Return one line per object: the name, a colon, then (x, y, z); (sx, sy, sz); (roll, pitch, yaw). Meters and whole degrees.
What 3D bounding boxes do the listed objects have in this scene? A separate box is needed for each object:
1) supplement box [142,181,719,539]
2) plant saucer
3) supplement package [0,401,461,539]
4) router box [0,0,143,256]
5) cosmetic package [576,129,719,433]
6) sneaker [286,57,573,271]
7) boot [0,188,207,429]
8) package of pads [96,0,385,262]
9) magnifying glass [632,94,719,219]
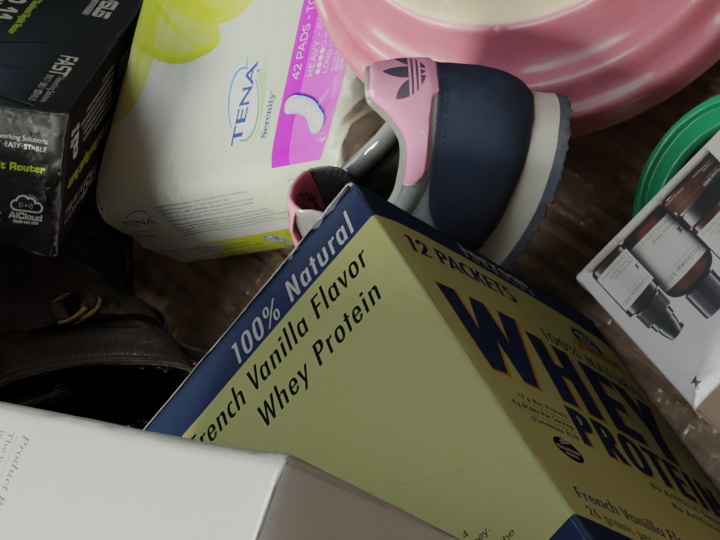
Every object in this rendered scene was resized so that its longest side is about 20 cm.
supplement box: (0.017, 0.121, 0.972); (0.200, 0.134, 0.200); (-49, 40, 14)
plant saucer: (0.066, -0.148, 1.093); (0.200, 0.051, 0.201); (-10, 64, 20)
supplement package: (-0.062, 0.115, 0.862); (0.200, 0.117, 0.117); (7, 74, 50)
router box: (-0.180, -0.073, 1.228); (0.200, 0.149, 0.062); (-76, -7, -70)
cosmetic package: (0.169, -0.038, 0.946); (0.200, 0.051, 0.083); (-46, 44, 6)
sneaker: (0.000, 0.000, 1.072); (0.070, 0.082, 0.200); (-94, 28, -53)
boot: (-0.166, 0.026, 1.196); (0.199, 0.070, 0.174); (-12, 27, -6)
package of pads: (-0.026, -0.107, 1.210); (0.154, 0.068, 0.201); (-9, 61, 44)
magnifying glass: (0.151, 0.011, 0.985); (0.080, 0.022, 0.200); (-47, 39, 17)
